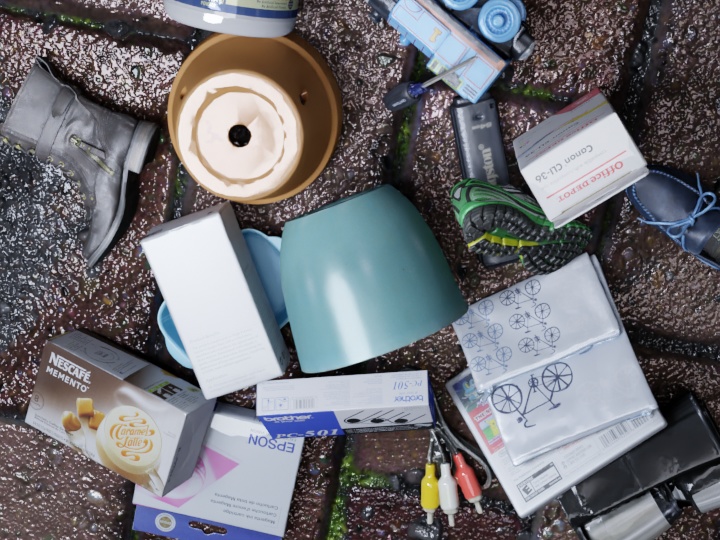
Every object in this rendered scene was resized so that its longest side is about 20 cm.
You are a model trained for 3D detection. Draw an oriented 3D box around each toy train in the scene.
[{"bbox_3d":[0.090,-0.275,1.322,0.199,0.087,0.115,40,110,0],"label":"toy train"}]

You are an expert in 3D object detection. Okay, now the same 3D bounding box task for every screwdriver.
[{"bbox_3d":[0.075,-0.195,1.308,0.028,0.199,0.029,-21,98,-24],"label":"screwdriver"}]

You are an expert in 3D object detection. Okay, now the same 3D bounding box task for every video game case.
[{"bbox_3d":[0.222,0.154,1.432,0.199,0.023,0.184,-35,67,12],"label":"video game case"}]

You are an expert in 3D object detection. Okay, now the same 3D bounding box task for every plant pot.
[{"bbox_3d":[-0.121,-0.159,1.349,0.197,0.140,0.203,1,108,2],"label":"plant pot"},{"bbox_3d":[0.000,0.000,1.368,0.198,0.201,0.163,-20,95,9],"label":"plant pot"}]

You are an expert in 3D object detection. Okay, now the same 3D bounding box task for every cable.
[{"bbox_3d":[0.100,0.208,1.493,0.096,0.050,0.202,-15,106,11],"label":"cable"}]

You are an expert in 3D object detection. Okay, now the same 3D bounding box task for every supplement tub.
[{"bbox_3d":[-0.124,-0.355,1.285,0.143,0.145,0.203,10,108,0],"label":"supplement tub"}]

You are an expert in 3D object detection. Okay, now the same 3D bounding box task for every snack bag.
[{"bbox_3d":[0.217,0.103,1.416,0.187,0.021,0.202,-23,69,11],"label":"snack bag"}]

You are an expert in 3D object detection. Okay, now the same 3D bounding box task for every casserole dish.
[{"bbox_3d":[-0.148,0.034,1.463,0.200,0.039,0.121,-43,100,15],"label":"casserole dish"}]

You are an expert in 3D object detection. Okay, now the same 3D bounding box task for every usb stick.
[{"bbox_3d":[0.143,-0.101,1.405,0.055,0.033,0.203,-11,105,3],"label":"usb stick"}]

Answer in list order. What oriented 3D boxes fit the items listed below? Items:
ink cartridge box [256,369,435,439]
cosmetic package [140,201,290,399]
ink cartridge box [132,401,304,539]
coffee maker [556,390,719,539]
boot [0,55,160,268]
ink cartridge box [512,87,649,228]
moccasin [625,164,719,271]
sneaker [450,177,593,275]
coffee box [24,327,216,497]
[{"bbox_3d":[-0.015,0.157,1.438,0.197,0.094,0.045,-4,65,7],"label":"ink cartridge box"},{"bbox_3d":[-0.162,0.034,1.407,0.100,0.074,0.202,-17,103,8],"label":"cosmetic package"},{"bbox_3d":[-0.178,0.262,1.534,0.193,0.043,0.203,12,106,-1],"label":"ink cartridge box"},{"bbox_3d":[0.322,0.222,1.442,0.199,0.135,0.193,-31,102,11],"label":"coffee maker"},{"bbox_3d":[-0.334,-0.123,1.417,0.172,0.069,0.202,23,100,-1],"label":"boot"},{"bbox_3d":[0.229,-0.121,1.306,0.116,0.200,0.068,-32,103,12],"label":"ink cartridge box"},{"bbox_3d":[0.388,-0.052,1.387,0.198,0.068,0.081,31,107,-6],"label":"moccasin"},{"bbox_3d":[0.181,-0.057,1.368,0.198,0.086,0.078,18,127,-40],"label":"sneaker"},{"bbox_3d":[-0.282,0.163,1.459,0.198,0.080,0.116,26,108,15],"label":"coffee box"}]
